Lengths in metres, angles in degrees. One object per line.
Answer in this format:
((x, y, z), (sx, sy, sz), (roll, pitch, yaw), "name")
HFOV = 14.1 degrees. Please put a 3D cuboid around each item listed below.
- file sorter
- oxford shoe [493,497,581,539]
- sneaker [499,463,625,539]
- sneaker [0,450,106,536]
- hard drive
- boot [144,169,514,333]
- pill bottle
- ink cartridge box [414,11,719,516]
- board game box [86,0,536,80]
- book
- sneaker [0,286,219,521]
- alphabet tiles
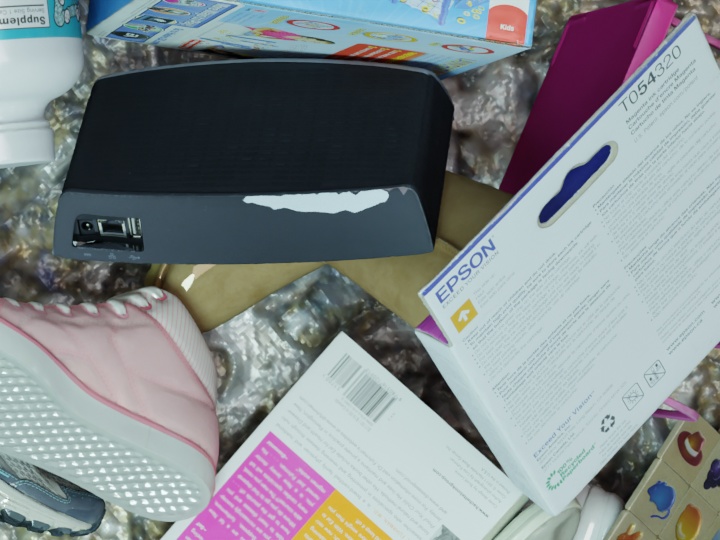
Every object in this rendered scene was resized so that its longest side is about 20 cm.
((0.153, -0.029, 1.595), (0.125, 0.139, 0.201), (25, 83, -15), "file sorter")
((0.066, 0.207, 1.544), (0.058, 0.075, 0.200), (36, 99, 28), "oxford shoe")
((0.071, 0.202, 1.615), (0.088, 0.075, 0.201), (24, 87, 7), "sneaker")
((-0.213, 0.070, 1.529), (0.200, 0.078, 0.087), (32, 78, -13), "sneaker")
((-0.056, -0.059, 1.516), (0.199, 0.135, 0.042), (-1, 131, 10), "hard drive")
((0.000, 0.000, 1.521), (0.175, 0.200, 0.066), (-45, 133, -11), "boot")
((-0.203, -0.153, 1.515), (0.110, 0.111, 0.201), (-6, 92, -15), "pill bottle")
((0.119, -0.006, 1.442), (0.196, 0.043, 0.200), (-45, 136, -12), "ink cartridge box")
((-0.029, -0.146, 1.516), (0.195, 0.200, 0.056), (7, 86, -15), "board game box")
((-0.026, 0.150, 1.528), (0.134, 0.048, 0.200), (41, 87, 15), "book")
((-0.154, 0.043, 1.508), (0.200, 0.075, 0.105), (32, 46, -26), "sneaker")
((0.189, 0.170, 1.629), (0.166, 0.006, 0.200), (41, 78, -41), "alphabet tiles")
